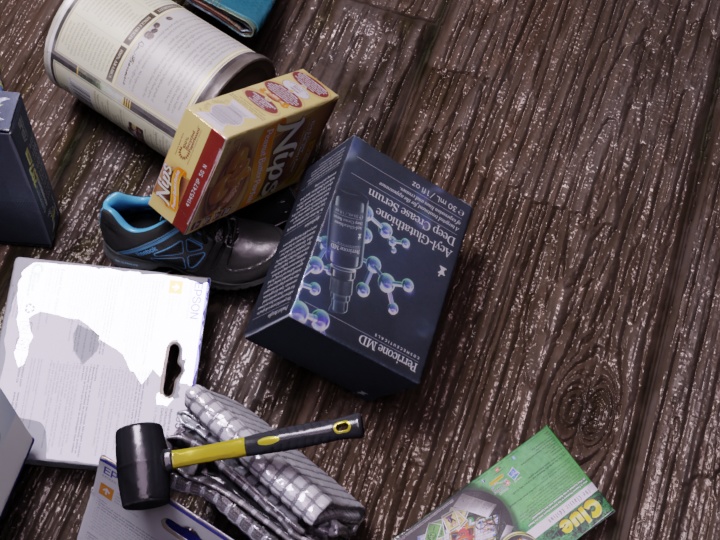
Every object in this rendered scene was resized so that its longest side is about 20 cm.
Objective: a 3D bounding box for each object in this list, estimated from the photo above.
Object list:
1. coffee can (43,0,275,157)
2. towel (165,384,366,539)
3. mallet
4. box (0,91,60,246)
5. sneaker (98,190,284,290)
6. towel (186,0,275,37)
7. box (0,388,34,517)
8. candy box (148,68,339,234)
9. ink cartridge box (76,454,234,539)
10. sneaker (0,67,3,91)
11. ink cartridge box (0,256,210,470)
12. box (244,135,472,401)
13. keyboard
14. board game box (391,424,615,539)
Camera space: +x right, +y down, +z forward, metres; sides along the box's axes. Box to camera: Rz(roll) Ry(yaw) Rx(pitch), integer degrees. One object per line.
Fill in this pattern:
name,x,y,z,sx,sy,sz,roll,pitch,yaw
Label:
coffee can,-0.211,-0.209,1.190,0.199,0.147,0.147,33,68,13
towel,-0.086,0.192,0.979,0.165,0.200,0.086,37,85,14
mallet,-0.095,0.147,0.868,0.198,0.041,0.066,-5,72,9
box,-0.393,-0.100,1.104,0.156,0.201,0.051,5,59,-1
sneaker,-0.166,-0.033,1.124,0.198,0.082,0.074,4,57,1
towel,-0.156,-0.343,1.264,0.146,0.022,0.201,28,38,-9
box,-0.416,0.189,0.966,0.198,0.105,0.185,-3,44,16
candy box,-0.111,-0.121,1.106,0.055,0.116,0.200,39,34,14
ink cartridge box,-0.153,0.267,0.953,0.199,0.201,0.041,30,32,11
sneaker,-0.477,-0.170,1.204,0.198,0.074,0.083,-20,69,-10
ink cartridge box,-0.255,0.095,1.097,0.198,0.043,0.198,7,71,-1
box,0.000,0.000,1.094,0.148,0.107,0.201,28,65,-20
keyboard,-0.151,-0.028,1.179,0.199,0.021,0.128,-24,63,-12
board game box,0.132,0.244,1.060,0.199,0.024,0.105,-32,69,-16
